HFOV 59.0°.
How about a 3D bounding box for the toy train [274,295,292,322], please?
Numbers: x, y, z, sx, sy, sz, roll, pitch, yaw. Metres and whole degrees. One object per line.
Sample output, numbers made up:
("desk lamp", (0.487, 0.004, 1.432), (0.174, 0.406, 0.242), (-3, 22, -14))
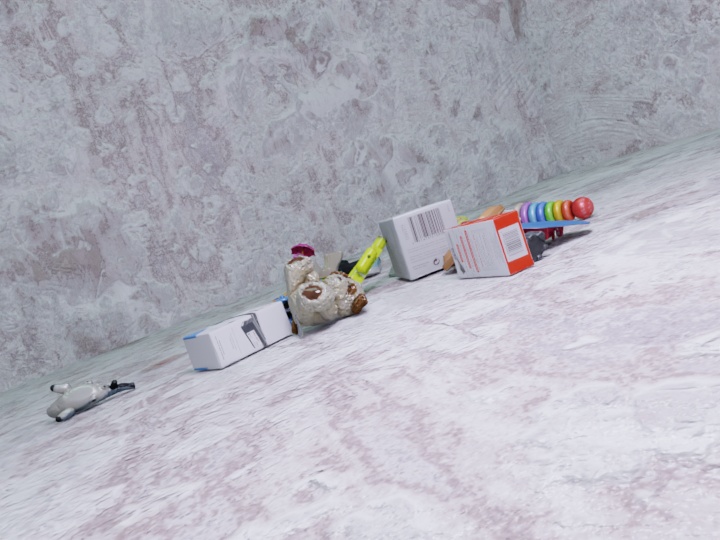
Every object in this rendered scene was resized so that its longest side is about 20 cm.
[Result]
("toy train", (-0.127, 0.082, 1.596), (0.199, 0.087, 0.114), (-19, -1, 20))

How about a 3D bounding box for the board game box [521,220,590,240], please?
("board game box", (0.390, -0.080, 1.364), (0.199, 0.039, 0.158), (-7, 8, -19))

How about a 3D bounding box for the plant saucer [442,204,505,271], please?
("plant saucer", (0.261, -0.081, 1.501), (0.200, 0.032, 0.200), (-45, -7, -7))

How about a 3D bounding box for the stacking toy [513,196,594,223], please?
("stacking toy", (0.491, -0.147, 1.614), (0.199, 0.086, 0.085), (-11, 10, 43))

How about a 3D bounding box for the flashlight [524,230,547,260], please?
("flashlight", (0.304, -0.043, 1.314), (0.068, 0.068, 0.200), (-19, 9, -15))

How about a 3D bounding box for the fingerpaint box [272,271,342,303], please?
("fingerpaint box", (-0.135, 0.071, 1.796), (0.166, 0.074, 0.200), (-19, 5, 13))

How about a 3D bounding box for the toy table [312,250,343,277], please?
("toy table", (-0.128, 0.009, 2.240), (0.199, 0.118, 0.184), (-18, 5, 17))

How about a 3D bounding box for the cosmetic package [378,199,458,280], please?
("cosmetic package", (0.162, -0.081, 1.684), (0.164, 0.166, 0.200), (-19, 4, -7))

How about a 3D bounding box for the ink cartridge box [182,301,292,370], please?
("ink cartridge box", (-0.277, 0.148, 1.446), (0.199, 0.085, 0.144), (-24, 6, -39))

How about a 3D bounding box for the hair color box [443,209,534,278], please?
("hair color box", (0.251, -0.048, 1.269), (0.064, 0.112, 0.200), (-21, 5, -20))

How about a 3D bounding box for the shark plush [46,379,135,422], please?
("shark plush", (-0.643, 0.293, 1.509), (0.199, 0.091, 0.083), (-27, -23, -23))

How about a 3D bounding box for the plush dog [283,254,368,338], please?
("plush dog", (-0.071, 0.064, 1.421), (0.171, 0.161, 0.200), (-7, 28, -19))

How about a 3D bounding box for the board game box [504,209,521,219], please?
("board game box", (0.336, -0.100, 1.670), (0.134, 0.034, 0.200), (-44, 4, 2))

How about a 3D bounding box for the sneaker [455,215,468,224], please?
("sneaker", (0.367, -0.152, 2.288), (0.090, 0.079, 0.200), (-9, 15, 28))

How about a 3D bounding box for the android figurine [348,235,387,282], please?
("android figurine", (0.000, 0.000, 1.713), (0.200, 0.041, 0.182), (-55, 1, -16))

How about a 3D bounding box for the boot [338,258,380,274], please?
("boot", (-0.014, -0.021, 2.381), (0.199, 0.066, 0.165), (-21, 12, 30))

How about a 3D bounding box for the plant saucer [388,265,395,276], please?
("plant saucer", (0.170, -0.039, 1.902), (0.199, 0.050, 0.200), (-21, 5, 2))

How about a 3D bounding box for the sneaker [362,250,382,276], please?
("sneaker", (0.026, -0.025, 2.169), (0.074, 0.082, 0.200), (-21, 5, 6))

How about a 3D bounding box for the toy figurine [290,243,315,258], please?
("toy figurine", (-0.214, -0.009, 2.393), (0.149, 0.185, 0.200), (-18, 6, 23))
